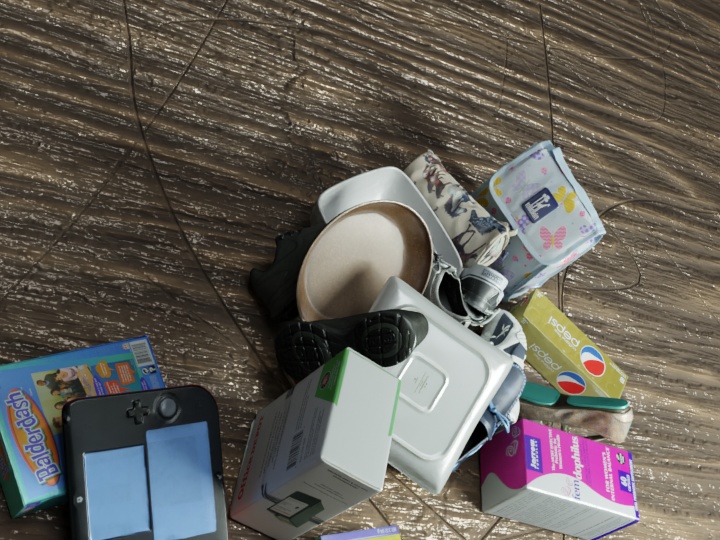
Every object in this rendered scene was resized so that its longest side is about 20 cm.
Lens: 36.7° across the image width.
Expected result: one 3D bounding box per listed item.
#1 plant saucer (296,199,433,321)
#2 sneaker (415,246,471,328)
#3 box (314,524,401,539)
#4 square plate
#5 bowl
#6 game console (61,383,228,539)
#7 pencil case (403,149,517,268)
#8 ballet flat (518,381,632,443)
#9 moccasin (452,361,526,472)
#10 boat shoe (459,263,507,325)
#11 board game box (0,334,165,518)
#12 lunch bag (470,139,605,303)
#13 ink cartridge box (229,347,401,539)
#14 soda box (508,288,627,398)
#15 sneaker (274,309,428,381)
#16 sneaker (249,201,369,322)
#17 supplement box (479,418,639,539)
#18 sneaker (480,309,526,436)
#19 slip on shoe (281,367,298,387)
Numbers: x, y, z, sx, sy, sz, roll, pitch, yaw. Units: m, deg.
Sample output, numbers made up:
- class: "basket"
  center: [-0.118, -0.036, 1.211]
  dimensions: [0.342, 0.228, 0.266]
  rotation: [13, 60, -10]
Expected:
- class: "plant saucer"
  center: [0.000, 0.000, 1.353]
  dimensions: [0.199, 0.202, 0.037]
  rotation: [2, 23, -36]
- class: "sneaker"
  center: [0.098, 0.001, 1.441]
  dimensions: [0.074, 0.082, 0.202]
  rotation: [-9, 70, -40]
- class: "box"
  center: [0.013, 0.402, 1.245]
  dimensions: [0.116, 0.048, 0.202]
  rotation: [1, 64, -36]
- class: "square plate"
  center: [0.069, 0.141, 1.343]
  dimensions: [0.197, 0.028, 0.201]
  rotation: [35, 76, -9]
- class: "bowl"
  center: [0.029, -0.032, 1.517]
  dimensions: [0.199, 0.075, 0.201]
  rotation: [-26, 79, -44]
- class: "game console"
  center: [-0.223, 0.227, 1.140]
  dimensions: [0.176, 0.031, 0.203]
  rotation: [-3, 86, -41]
- class: "pencil case"
  center: [0.137, -0.090, 1.599]
  dimensions: [0.089, 0.078, 0.200]
  rotation: [-36, 67, -14]
- class: "ballet flat"
  center: [0.279, 0.204, 1.517]
  dimensions: [0.068, 0.198, 0.068]
  rotation: [-23, 117, -55]
- class: "moccasin"
  center: [0.153, 0.201, 1.408]
  dimensions: [0.080, 0.068, 0.200]
  rotation: [42, 76, -8]
- class: "boat shoe"
  center: [0.164, 0.042, 1.525]
  dimensions: [0.073, 0.199, 0.069]
  rotation: [30, 84, 0]
- class: "board game box"
  center: [-0.298, 0.162, 1.165]
  dimensions: [0.199, 0.045, 0.153]
  rotation: [-9, 69, -41]
- class: "lunch bag"
  center: [0.255, -0.076, 1.628]
  dimensions: [0.126, 0.200, 0.171]
  rotation: [-19, 75, -43]
- class: "ink cartridge box"
  center: [-0.052, 0.200, 1.220]
  dimensions: [0.084, 0.200, 0.147]
  rotation: [30, 48, -20]
- class: "soda box"
  center: [0.304, 0.126, 1.630]
  dimensions: [0.200, 0.064, 0.068]
  rotation: [43, 46, -6]
- class: "sneaker"
  center: [-0.009, 0.086, 1.279]
  dimensions: [0.091, 0.198, 0.077]
  rotation: [-15, 98, -61]
- class: "sneaker"
  center: [-0.060, -0.027, 1.394]
  dimensions: [0.200, 0.076, 0.091]
  rotation: [-41, 71, -7]
- class: "supplement box"
  center: [0.268, 0.287, 1.473]
  dimensions: [0.198, 0.103, 0.102]
  rotation: [18, 53, -25]
- class: "sneaker"
  center: [0.157, 0.120, 1.511]
  dimensions: [0.129, 0.079, 0.201]
  rotation: [29, 55, -25]
- class: "slip on shoe"
  center: [-0.028, 0.167, 1.356]
  dimensions: [0.074, 0.061, 0.201]
  rotation: [-26, 81, -46]
